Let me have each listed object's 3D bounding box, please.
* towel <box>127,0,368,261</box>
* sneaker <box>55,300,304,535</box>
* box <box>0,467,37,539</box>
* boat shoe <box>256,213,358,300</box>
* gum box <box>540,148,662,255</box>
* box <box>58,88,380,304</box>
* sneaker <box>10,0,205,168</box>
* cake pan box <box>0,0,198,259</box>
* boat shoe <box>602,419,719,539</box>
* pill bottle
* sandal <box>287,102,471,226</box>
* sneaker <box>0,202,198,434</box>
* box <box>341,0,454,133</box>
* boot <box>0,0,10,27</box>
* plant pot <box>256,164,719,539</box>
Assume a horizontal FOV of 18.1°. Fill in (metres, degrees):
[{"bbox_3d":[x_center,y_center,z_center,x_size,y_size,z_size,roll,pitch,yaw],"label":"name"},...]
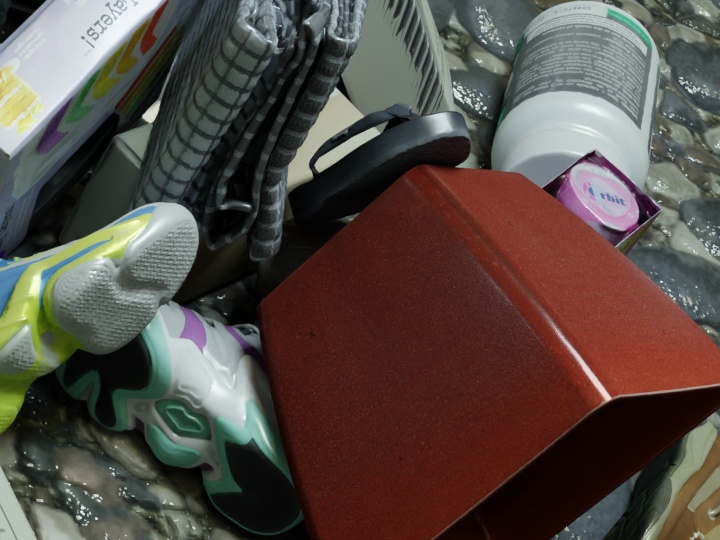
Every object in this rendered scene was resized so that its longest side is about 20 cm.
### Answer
[{"bbox_3d":[-0.049,-0.120,1.277,0.085,0.166,0.201,24,35,-12],"label":"towel"},{"bbox_3d":[-0.088,0.049,1.300,0.200,0.078,0.140,45,34,-5],"label":"sneaker"},{"bbox_3d":[-0.248,0.113,1.056,0.127,0.109,0.201,-4,51,-42],"label":"box"},{"bbox_3d":[0.000,0.000,1.413,0.075,0.072,0.200,18,21,27],"label":"boat shoe"},{"bbox_3d":[0.103,0.009,1.462,0.066,0.114,0.200,43,36,10],"label":"gum box"},{"bbox_3d":[-0.083,-0.051,1.393,0.078,0.095,0.200,45,38,14],"label":"box"},{"bbox_3d":[-0.173,-0.144,1.444,0.145,0.077,0.203,23,45,-4],"label":"sneaker"},{"bbox_3d":[-0.166,-0.093,1.243,0.052,0.200,0.184,41,61,3],"label":"cake pan box"},{"bbox_3d":[0.202,0.162,1.409,0.074,0.076,0.200,41,36,1],"label":"boat shoe"},{"bbox_3d":[0.154,-0.100,1.628,0.113,0.113,0.201,30,36,-9],"label":"pill bottle"},{"bbox_3d":[0.000,-0.063,1.282,0.075,0.200,0.043,-13,86,-22],"label":"sandal"},{"bbox_3d":[-0.185,0.011,1.194,0.200,0.076,0.105,-38,58,-17],"label":"sneaker"},{"bbox_3d":[0.005,-0.192,1.545,0.083,0.068,0.201,-95,166,-48],"label":"box"},{"bbox_3d":[-0.258,-0.206,1.406,0.199,0.077,0.168,-19,54,-31],"label":"boot"},{"bbox_3d":[0.060,0.053,1.256,0.177,0.200,0.199,57,25,18],"label":"plant pot"}]
